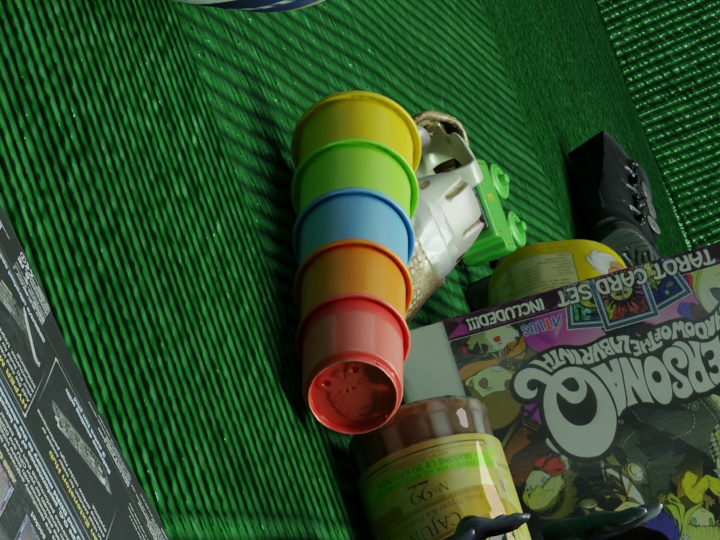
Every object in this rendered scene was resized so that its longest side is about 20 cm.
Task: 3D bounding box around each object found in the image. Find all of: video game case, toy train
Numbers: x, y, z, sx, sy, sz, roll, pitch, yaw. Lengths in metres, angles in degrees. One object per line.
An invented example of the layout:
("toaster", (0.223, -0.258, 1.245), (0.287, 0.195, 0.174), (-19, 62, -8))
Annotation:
("video game case", (0.129, 0.088, 1.286), (0.036, 0.200, 0.181), (81, -6, -67))
("toy train", (0.089, 0.027, 1.632), (0.056, 0.042, 0.200), (5, 64, -67))

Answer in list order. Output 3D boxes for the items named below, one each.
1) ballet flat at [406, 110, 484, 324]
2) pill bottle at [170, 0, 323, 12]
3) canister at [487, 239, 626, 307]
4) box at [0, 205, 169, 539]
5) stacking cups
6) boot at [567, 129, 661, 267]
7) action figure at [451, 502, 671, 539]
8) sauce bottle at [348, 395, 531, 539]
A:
("ballet flat", (0.026, -0.033, 1.373), (0.200, 0.065, 0.071), (-87, 152, -65))
("pill bottle", (-0.054, -0.158, 1.108), (0.200, 0.111, 0.111), (-17, 85, -79))
("canister", (0.113, 0.092, 1.432), (0.200, 0.086, 0.149), (-98, -177, -58))
("box", (-0.092, 0.065, 0.654), (0.158, 0.050, 0.200), (-78, 145, -70))
("stacking cups", (0.000, 0.000, 1.209), (0.200, 0.060, 0.061), (-92, 158, -55))
("boot", (0.224, -0.005, 2.298), (0.200, 0.066, 0.165), (-97, 164, -66))
("action figure", (0.079, 0.188, 1.029), (0.134, 0.149, 0.200), (168, -86, -83))
("sauce bottle", (0.050, 0.149, 1.141), (0.065, 0.065, 0.200), (44, 25, -65))
